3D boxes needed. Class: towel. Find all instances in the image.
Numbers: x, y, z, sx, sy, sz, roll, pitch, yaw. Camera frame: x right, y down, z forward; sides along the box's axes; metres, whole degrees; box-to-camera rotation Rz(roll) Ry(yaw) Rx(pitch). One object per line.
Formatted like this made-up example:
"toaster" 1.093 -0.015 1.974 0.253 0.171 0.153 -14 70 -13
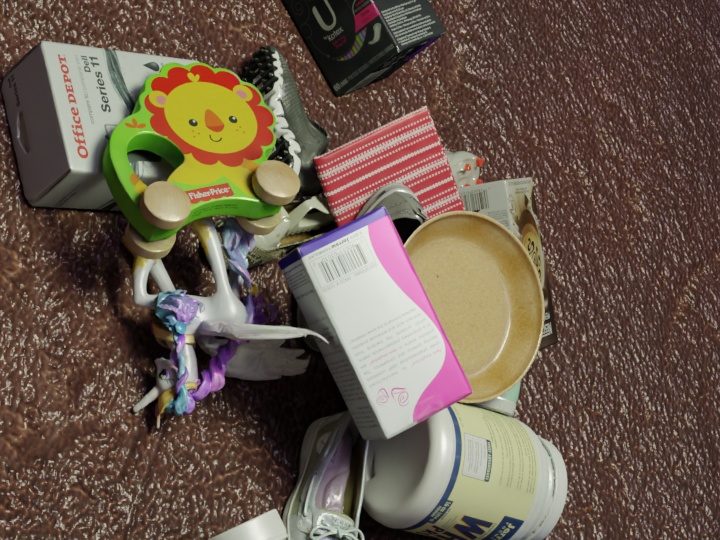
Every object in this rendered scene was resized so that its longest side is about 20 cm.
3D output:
"towel" 0.042 -0.063 1.732 0.144 0.022 0.201 -26 114 -12

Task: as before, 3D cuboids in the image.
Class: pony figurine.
"pony figurine" -0.138 0.047 1.551 0.191 0.167 0.202 -6 72 -12

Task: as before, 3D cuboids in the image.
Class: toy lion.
"toy lion" -0.163 -0.119 1.534 0.199 0.069 0.193 -14 63 -36

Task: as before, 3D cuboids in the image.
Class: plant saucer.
"plant saucer" 0.105 0.039 1.667 0.199 0.035 0.202 5 81 -31

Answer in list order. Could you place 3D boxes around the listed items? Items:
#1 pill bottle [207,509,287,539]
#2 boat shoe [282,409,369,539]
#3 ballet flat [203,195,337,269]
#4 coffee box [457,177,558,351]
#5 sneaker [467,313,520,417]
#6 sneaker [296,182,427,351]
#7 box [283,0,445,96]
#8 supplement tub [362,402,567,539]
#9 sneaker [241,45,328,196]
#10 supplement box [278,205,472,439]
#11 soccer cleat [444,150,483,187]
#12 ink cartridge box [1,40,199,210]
"pill bottle" -0.074 0.329 1.455 0.111 0.111 0.201 -17 80 -48
"boat shoe" -0.028 0.231 1.592 0.074 0.065 0.203 33 47 -26
"ballet flat" -0.082 -0.052 1.699 0.199 0.075 0.068 -16 76 -48
"coffee box" 0.166 -0.003 1.850 0.113 0.079 0.202 -13 94 -67
"sneaker" 0.084 0.080 1.733 0.199 0.074 0.119 16 76 -7
"sneaker" 0.000 0.000 1.678 0.074 0.201 0.082 28 6 -25
"box" -0.011 -0.332 1.899 0.106 0.122 0.201 -27 87 -48
"supplement tub" 0.108 0.216 1.675 0.199 0.145 0.146 20 54 -36
"sneaker" -0.081 -0.160 1.767 0.090 0.066 0.201 22 43 -42
"supplement box" 0.013 0.054 1.543 0.101 0.103 0.201 -25 89 -16
"soccer cleat" 0.071 -0.110 1.885 0.199 0.077 0.070 -12 108 -52
"ink cartridge box" -0.244 -0.140 1.585 0.199 0.083 0.148 0 66 -44
